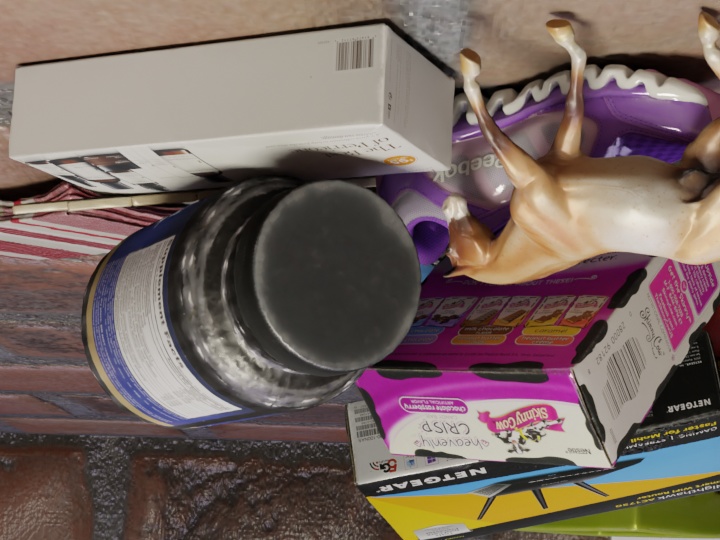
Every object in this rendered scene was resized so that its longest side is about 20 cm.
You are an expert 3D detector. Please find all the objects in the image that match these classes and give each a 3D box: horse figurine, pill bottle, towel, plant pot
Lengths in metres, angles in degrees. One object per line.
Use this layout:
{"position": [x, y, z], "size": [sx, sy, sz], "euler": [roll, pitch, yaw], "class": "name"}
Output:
{"position": [0.125, -0.046, 0.725], "size": [0.198, 0.050, 0.133], "euler": [-3, 124, 11], "class": "horse figurine"}
{"position": [-0.055, 0.016, 0.812], "size": [0.111, 0.113, 0.200], "euler": [7, 168, -28], "class": "pill bottle"}
{"position": [-0.208, -0.030, 1.128], "size": [0.199, 0.023, 0.143], "euler": [-5, 170, 39], "class": "towel"}
{"position": [0.284, 0.204, 1.857], "size": [0.199, 0.183, 0.198], "euler": [-8, 166, 43], "class": "plant pot"}

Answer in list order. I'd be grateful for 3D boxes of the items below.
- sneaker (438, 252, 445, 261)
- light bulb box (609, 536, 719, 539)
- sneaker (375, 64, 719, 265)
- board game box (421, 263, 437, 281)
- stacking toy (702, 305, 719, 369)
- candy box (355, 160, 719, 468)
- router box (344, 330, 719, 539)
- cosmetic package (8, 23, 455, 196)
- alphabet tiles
{"position": [0.078, -0.019, 0.991], "size": [0.199, 0.071, 0.093], "euler": [7, 163, -40], "class": "sneaker"}
{"position": [0.406, 0.249, 2.061], "size": [0.196, 0.126, 0.200], "euler": [0, -166, 10], "class": "light bulb box"}
{"position": [0.087, -0.045, 0.809], "size": [0.199, 0.089, 0.080], "euler": [-7, 165, 34], "class": "sneaker"}
{"position": [0.000, 0.000, 1.015], "size": [0.150, 0.037, 0.200], "euler": [18, 179, 3], "class": "board game box"}
{"position": [0.244, 0.047, 0.960], "size": [0.145, 0.202, 0.146], "euler": [2, 170, 0], "class": "stacking toy"}
{"position": [0.105, 0.013, 0.845], "size": [0.136, 0.061, 0.200], "euler": [-2, -146, 41], "class": "candy box"}
{"position": [0.105, 0.099, 0.927], "size": [0.198, 0.052, 0.149], "euler": [-12, 155, 10], "class": "router box"}
{"position": [-0.062, -0.071, 0.791], "size": [0.198, 0.051, 0.082], "euler": [-3, 170, 26], "class": "cosmetic package"}
{"position": [-0.087, -0.042, 0.925], "size": [0.198, 0.006, 0.166], "euler": [-5, -177, -3], "class": "alphabet tiles"}
